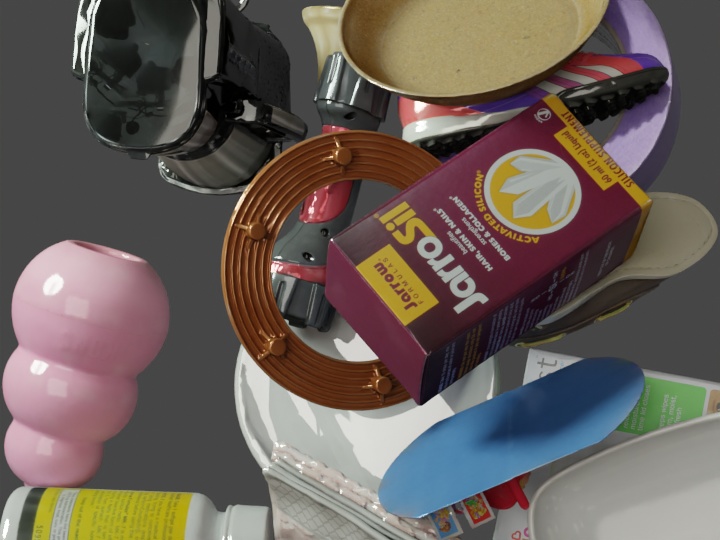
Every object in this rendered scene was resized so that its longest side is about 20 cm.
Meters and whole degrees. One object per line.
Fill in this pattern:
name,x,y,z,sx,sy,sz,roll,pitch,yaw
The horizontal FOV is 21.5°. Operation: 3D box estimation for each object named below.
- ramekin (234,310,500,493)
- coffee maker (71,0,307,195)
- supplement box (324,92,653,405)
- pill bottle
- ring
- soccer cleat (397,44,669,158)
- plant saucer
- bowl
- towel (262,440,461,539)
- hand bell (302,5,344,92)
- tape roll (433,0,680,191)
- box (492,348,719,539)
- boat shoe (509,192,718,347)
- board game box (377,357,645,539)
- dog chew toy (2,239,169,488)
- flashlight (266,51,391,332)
ramekin,0.012,0.089,1.443,0.201,0.094,0.203,-2,81,13
coffee maker,-0.139,-0.165,1.462,0.134,0.200,0.193,-21,78,9
supplement box,0.086,-0.015,1.302,0.200,0.086,0.110,-34,69,-18
pill bottle,-0.169,0.224,1.447,0.199,0.114,0.115,2,82,2
ring,0.000,0.000,1.353,0.199,0.019,0.202,0,90,-16
soccer cleat,0.122,-0.138,1.379,0.199,0.068,0.074,-13,78,14
plant saucer,0.084,-0.178,1.369,0.199,0.036,0.201,-10,43,9
bowl,0.227,0.207,1.289,0.199,0.075,0.201,-20,81,9
towel,0.018,0.227,1.371,0.199,0.191,0.032,26,56,25
hand bell,-0.014,-0.094,1.474,0.104,0.104,0.201,10,87,15
tape roll,0.142,-0.133,1.450,0.199,0.085,0.201,-2,82,12
box,0.193,0.171,1.388,0.176,0.097,0.201,11,86,13
boat shoe,0.178,0.001,1.403,0.199,0.060,0.072,-24,67,-29
board game box,0.109,0.126,1.298,0.199,0.158,0.039,-24,104,11
dog chew toy,-0.225,0.081,1.492,0.124,0.124,0.201,17,94,15
flashlight,-0.029,-0.059,1.391,0.068,0.068,0.201,15,85,-11
